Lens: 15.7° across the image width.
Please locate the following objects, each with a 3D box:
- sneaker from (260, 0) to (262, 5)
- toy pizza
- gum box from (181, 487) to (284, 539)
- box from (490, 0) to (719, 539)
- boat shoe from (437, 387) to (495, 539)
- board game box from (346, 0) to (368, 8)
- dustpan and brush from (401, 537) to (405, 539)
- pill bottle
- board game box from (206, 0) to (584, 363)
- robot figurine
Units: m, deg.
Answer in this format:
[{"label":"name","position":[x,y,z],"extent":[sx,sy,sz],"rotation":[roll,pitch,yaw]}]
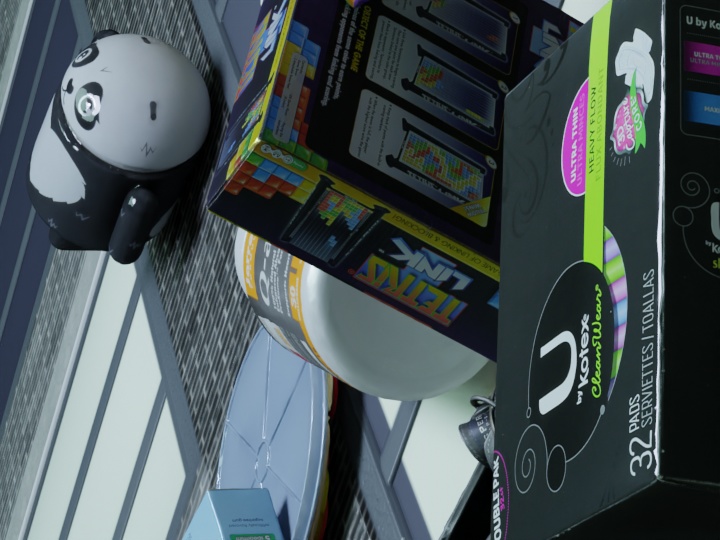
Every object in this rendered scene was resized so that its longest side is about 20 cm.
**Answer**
[{"label":"sneaker","position":[-0.023,-0.133,1.652],"extent":[0.200,0.075,0.116],"rotation":[152,122,-81]},{"label":"toy pizza","position":[-0.047,0.121,1.630],"extent":[0.200,0.032,0.201],"rotation":[-171,90,-72]},{"label":"gum box","position":[-0.075,0.260,1.555],"extent":[0.170,0.044,0.201],"rotation":[-62,37,43]},{"label":"box","position":[0.134,0.008,0.984],"extent":[0.149,0.124,0.201],"rotation":[138,138,-62]},{"label":"boat shoe","position":[0.075,0.085,1.213],"extent":[0.070,0.066,0.201],"rotation":[-107,32,-55]},{"label":"board game box","position":[0.041,-0.283,1.180],"extent":[0.200,0.200,0.200],"rotation":[52,146,9]},{"label":"dustpan and brush","position":[0.020,0.189,1.345],"extent":[0.200,0.057,0.140],"rotation":[-149,49,-71]},{"label":"pill bottle","position":[0.000,0.000,1.414],"extent":[0.200,0.116,0.117],"rotation":[-159,80,-72]},{"label":"board game box","position":[0.027,-0.070,1.214],"extent":[0.057,0.165,0.200],"rotation":[-48,19,39]},{"label":"robot figurine","position":[-0.193,-0.095,2.045],"extent":[0.125,0.150,0.200],"rotation":[-42,-11,-40]}]
